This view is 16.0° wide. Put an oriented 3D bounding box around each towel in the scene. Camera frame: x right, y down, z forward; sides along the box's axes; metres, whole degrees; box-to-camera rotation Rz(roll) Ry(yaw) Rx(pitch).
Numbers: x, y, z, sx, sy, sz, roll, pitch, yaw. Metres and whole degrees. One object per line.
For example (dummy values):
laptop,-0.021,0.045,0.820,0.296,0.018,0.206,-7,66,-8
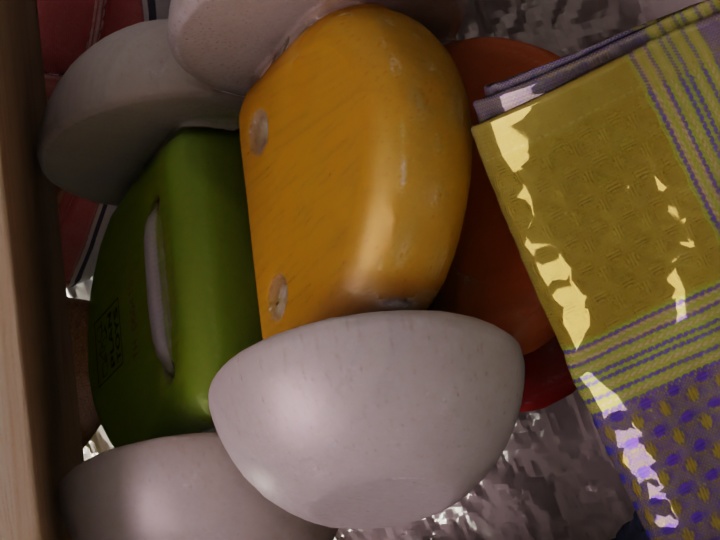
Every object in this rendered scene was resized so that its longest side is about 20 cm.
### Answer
towel,0.123,0.019,0.630,0.143,0.023,0.201,-21,96,14

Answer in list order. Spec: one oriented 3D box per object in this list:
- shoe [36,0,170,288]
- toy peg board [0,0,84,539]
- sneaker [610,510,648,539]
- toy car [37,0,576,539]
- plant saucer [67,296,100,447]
shoe,-0.122,-0.057,0.895,0.071,0.091,0.200,44,140,24
toy peg board,-0.141,0.018,0.764,0.199,0.097,0.201,-113,17,-81
sneaker,0.095,0.080,0.731,0.200,0.075,0.085,-17,99,44
toy car,0.000,0.000,0.739,0.200,0.150,0.176,-35,55,50
plant saucer,-0.174,0.062,0.939,0.200,0.200,0.036,-39,62,53
